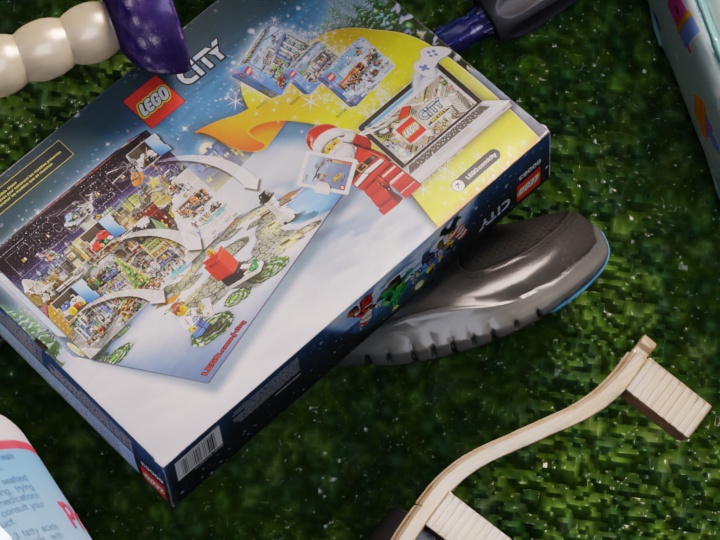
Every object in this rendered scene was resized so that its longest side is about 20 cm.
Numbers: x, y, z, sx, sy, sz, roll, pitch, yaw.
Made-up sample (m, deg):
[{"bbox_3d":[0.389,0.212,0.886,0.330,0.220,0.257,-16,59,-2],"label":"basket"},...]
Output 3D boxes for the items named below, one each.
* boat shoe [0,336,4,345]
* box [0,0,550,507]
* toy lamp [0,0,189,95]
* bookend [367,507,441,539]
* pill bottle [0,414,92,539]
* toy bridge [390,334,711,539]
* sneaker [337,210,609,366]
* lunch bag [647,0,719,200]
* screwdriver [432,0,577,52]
[{"bbox_3d":[-0.219,0.062,1.107,0.200,0.072,0.068,-34,131,-13],"label":"boat shoe"},{"bbox_3d":[-0.044,-0.025,1.085,0.200,0.038,0.137,-40,66,-17],"label":"box"},{"bbox_3d":[-0.164,-0.064,1.057,0.199,0.058,0.058,-19,93,-5],"label":"toy lamp"},{"bbox_3d":[-0.034,0.158,1.110,0.200,0.092,0.199,38,84,-5],"label":"bookend"},{"bbox_3d":[-0.143,0.120,1.003,0.109,0.109,0.200,-33,72,-6],"label":"pill bottle"},{"bbox_3d":[0.050,0.105,1.063,0.067,0.027,0.200,37,83,-3],"label":"toy bridge"},{"bbox_3d":[0.000,0.000,1.123,0.199,0.073,0.082,-14,91,-8],"label":"sneaker"},{"bbox_3d":[0.199,-0.121,1.146,0.160,0.077,0.201,-19,93,-7],"label":"lunch bag"},{"bbox_3d":[0.015,-0.084,1.148,0.200,0.028,0.029,-27,64,-6],"label":"screwdriver"}]
